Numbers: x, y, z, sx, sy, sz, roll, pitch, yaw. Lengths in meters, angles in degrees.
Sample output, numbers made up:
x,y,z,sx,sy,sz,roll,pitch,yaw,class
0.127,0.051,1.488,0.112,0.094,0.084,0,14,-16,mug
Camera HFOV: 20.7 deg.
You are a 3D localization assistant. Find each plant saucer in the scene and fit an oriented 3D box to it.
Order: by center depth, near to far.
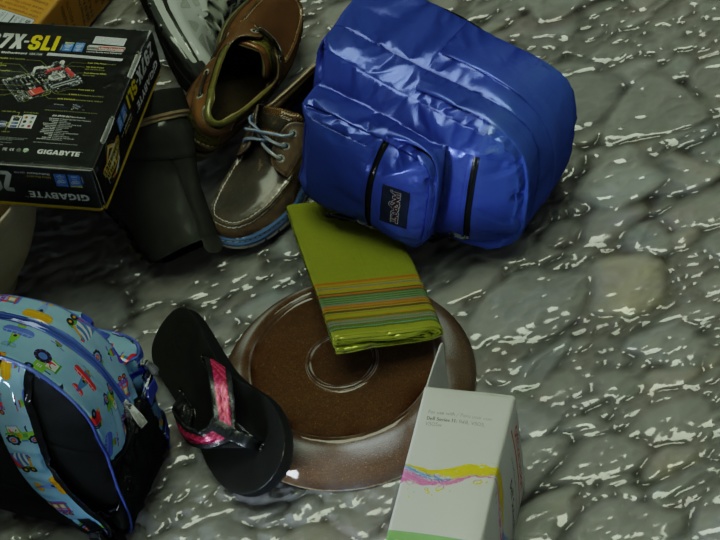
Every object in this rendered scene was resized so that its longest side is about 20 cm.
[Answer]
x,y,z,sx,sy,sz,roll,pitch,yaw,class
-0.012,0.077,1.505,0.200,0.032,0.200,-6,49,7,plant saucer

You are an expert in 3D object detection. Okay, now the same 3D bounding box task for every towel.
x,y,z,sx,sy,sz,roll,pitch,yaw,class
0.000,0.000,1.541,0.086,0.018,0.200,-5,33,-11,towel

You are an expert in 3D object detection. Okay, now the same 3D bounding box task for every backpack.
x,y,z,sx,sy,sz,roll,pitch,yaw,class
-0.241,0.088,1.424,0.182,0.200,0.135,10,53,19,backpack
0.060,-0.102,1.561,0.200,0.163,0.168,24,58,15,backpack

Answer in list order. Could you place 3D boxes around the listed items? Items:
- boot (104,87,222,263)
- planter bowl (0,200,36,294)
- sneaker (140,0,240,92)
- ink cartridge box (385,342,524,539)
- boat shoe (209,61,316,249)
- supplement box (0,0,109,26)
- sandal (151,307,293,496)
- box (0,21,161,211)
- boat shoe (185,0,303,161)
x,y,z,sx,sy,sz,roll,pitch,yaw,class
-0.210,-0.056,1.627,0.200,0.139,0.077,-19,-3,39,boot
-0.350,-0.029,1.584,0.200,0.135,0.201,-4,49,4,planter bowl
-0.134,-0.243,1.765,0.115,0.076,0.201,-21,47,-5,sneaker
0.069,0.162,1.360,0.067,0.117,0.200,6,52,14,ink cartridge box
-0.069,-0.106,1.639,0.072,0.072,0.200,19,56,24,boat shoe
-0.300,-0.221,1.784,0.069,0.067,0.200,21,58,22,supplement box
-0.116,0.098,1.477,0.075,0.045,0.200,-54,47,13,sandal
-0.273,-0.124,1.535,0.200,0.049,0.160,4,47,12,box
-0.092,-0.174,1.675,0.072,0.068,0.200,37,55,-15,boat shoe
